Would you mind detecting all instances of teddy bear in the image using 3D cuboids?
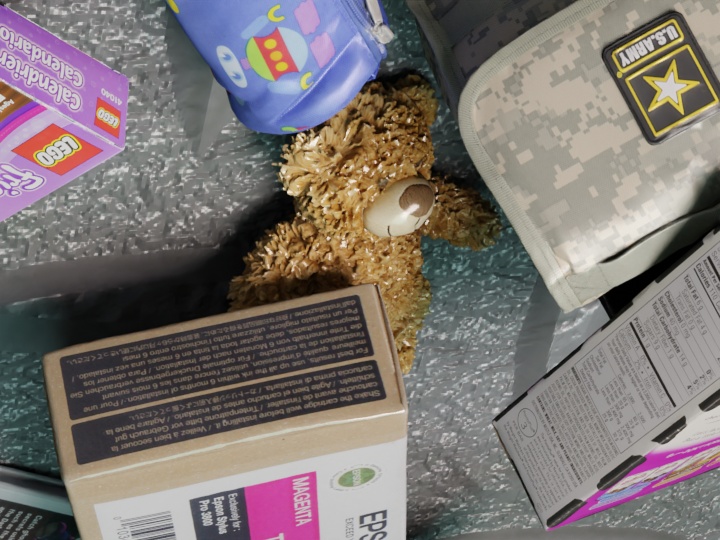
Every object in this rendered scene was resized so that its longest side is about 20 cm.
[{"bbox_3d":[0.000,0.000,0.986,0.144,0.067,0.201,5,131,-31],"label":"teddy bear"}]

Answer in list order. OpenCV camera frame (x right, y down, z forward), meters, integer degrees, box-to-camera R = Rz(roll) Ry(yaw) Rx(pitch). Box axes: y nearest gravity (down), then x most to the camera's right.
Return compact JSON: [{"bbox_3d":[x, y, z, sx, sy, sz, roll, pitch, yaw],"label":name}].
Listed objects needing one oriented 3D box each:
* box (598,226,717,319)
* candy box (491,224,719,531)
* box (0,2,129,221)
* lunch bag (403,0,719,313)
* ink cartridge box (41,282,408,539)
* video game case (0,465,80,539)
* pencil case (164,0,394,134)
[{"bbox_3d":[0.179,-0.074,0.941,0.199,0.141,0.079,-29,135,4],"label":"box"},{"bbox_3d":[0.166,0.031,0.854,0.136,0.061,0.200,-13,159,-39],"label":"candy box"},{"bbox_3d":[-0.210,-0.054,0.802,0.199,0.039,0.137,-26,141,36],"label":"box"},{"bbox_3d":[0.117,-0.094,0.850,0.163,0.201,0.118,-30,138,7],"label":"lunch bag"},{"bbox_3d":[-0.061,0.101,0.984,0.164,0.075,0.200,-11,149,-6],"label":"ink cartridge box"},{"bbox_3d":[-0.237,0.180,1.087,0.181,0.023,0.200,20,120,-37],"label":"video game case"},{"bbox_3d":[-0.051,-0.141,0.815,0.086,0.078,0.200,-5,143,23],"label":"pencil case"}]
